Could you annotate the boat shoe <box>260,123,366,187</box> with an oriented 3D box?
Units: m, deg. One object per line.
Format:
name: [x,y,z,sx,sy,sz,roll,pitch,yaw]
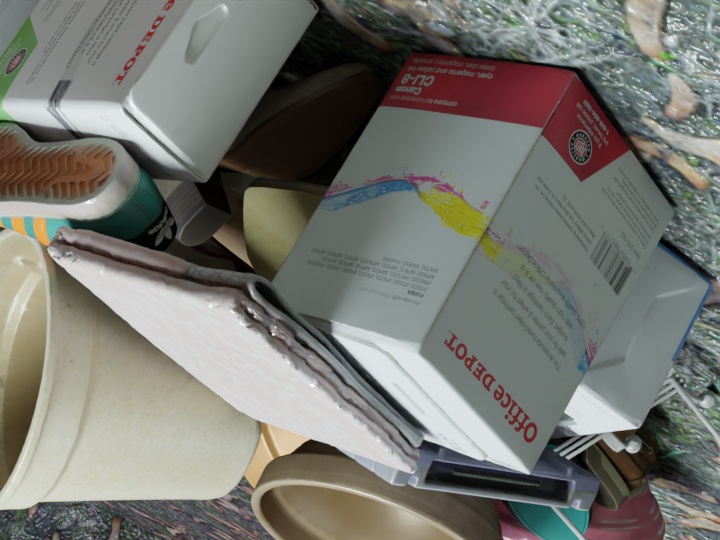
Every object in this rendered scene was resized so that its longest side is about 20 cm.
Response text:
boat shoe: [-0.013,-0.071,1.368,0.199,0.072,0.068,18,156,28]

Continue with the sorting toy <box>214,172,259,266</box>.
sorting toy: [-0.109,-0.064,1.546,0.199,0.070,0.199,22,160,26]

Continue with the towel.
towel: [-0.075,0.046,1.206,0.190,0.032,0.200,14,156,46]

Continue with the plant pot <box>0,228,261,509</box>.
plant pot: [-0.172,0.082,1.368,0.183,0.202,0.200,11,173,-29]

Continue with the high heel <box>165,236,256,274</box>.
high heel: [-0.136,-0.016,1.454,0.200,0.067,0.096,50,180,23]

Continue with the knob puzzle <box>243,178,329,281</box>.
knob puzzle: [0.000,0.000,1.380,0.219,0.031,0.220,24,146,17]

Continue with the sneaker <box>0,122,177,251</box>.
sneaker: [-0.200,-0.043,1.274,0.199,0.072,0.080,10,150,45]

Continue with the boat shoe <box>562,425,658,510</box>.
boat shoe: [0.167,0.094,1.522,0.072,0.068,0.200,24,152,53]

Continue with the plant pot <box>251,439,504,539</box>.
plant pot: [0.026,0.169,1.471,0.200,0.093,0.201,17,153,9]

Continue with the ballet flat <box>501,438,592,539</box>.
ballet flat: [0.116,0.130,1.513,0.073,0.073,0.200,9,146,50]

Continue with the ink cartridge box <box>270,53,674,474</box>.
ink cartridge box: [0.066,-0.006,1.202,0.144,0.201,0.145,13,154,44]

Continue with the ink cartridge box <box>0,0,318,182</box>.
ink cartridge box: [-0.143,-0.140,1.279,0.199,0.146,0.084,8,151,52]

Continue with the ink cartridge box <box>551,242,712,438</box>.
ink cartridge box: [0.147,0.050,1.355,0.068,0.116,0.200,35,163,-13]

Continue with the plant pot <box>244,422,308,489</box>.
plant pot: [0.001,0.102,1.637,0.140,0.201,0.200,-12,136,43]

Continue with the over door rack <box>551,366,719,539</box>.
over door rack: [0.219,0.162,1.460,0.200,0.147,0.067,52,-162,-14]

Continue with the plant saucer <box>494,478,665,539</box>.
plant saucer: [0.162,0.179,1.643,0.199,0.051,0.201,13,-163,-4]

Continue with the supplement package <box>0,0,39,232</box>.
supplement package: [-0.262,-0.127,1.416,0.113,0.201,0.110,32,162,0]

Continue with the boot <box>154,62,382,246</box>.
boot: [-0.091,-0.116,1.341,0.070,0.200,0.147,39,-161,-51]

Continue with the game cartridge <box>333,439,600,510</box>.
game cartridge: [0.057,0.117,1.344,0.199,0.039,0.129,13,-165,-43]
